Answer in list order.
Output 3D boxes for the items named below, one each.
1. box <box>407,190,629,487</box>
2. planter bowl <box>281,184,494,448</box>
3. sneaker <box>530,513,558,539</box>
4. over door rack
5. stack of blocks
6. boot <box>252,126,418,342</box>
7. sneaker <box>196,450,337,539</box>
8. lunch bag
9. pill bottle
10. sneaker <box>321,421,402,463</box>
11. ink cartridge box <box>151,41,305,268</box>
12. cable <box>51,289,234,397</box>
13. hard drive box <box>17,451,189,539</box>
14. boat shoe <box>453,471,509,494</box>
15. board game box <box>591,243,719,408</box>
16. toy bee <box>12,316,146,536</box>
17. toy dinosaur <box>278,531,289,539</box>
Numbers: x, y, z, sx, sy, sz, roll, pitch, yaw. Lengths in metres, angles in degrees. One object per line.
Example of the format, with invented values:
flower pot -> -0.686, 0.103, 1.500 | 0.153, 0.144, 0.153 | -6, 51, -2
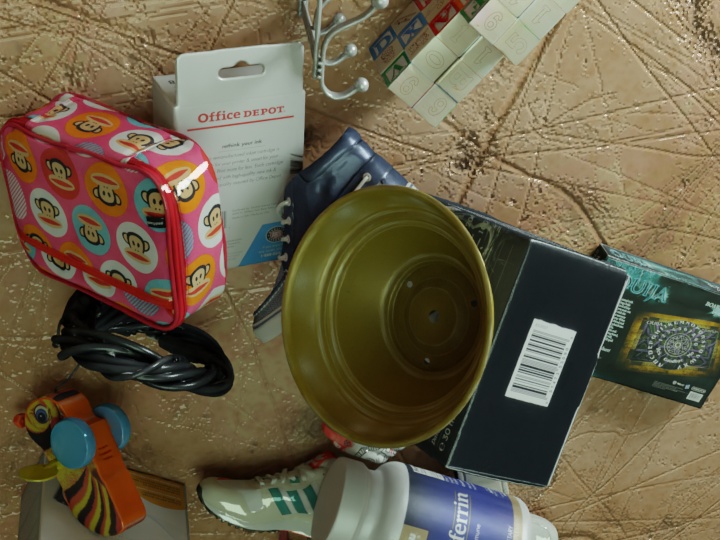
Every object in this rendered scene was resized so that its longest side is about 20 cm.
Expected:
box -> 0.099, 0.054, 1.080 | 0.123, 0.196, 0.201 | 17, 96, -33
planter bowl -> 0.039, 0.036, 0.969 | 0.083, 0.200, 0.201 | 2, 127, -52
sneaker -> 0.124, 0.314, 1.335 | 0.199, 0.100, 0.075 | -8, 94, -8
over door rack -> -0.023, -0.252, 0.939 | 0.066, 0.148, 0.201 | -10, 123, -3
stack of blocks -> 0.104, -0.216, 1.008 | 0.058, 0.115, 0.200 | 37, 108, -28
boot -> -0.043, -0.030, 1.052 | 0.090, 0.073, 0.200 | 46, 111, -4
sneaker -> -0.068, 0.224, 1.273 | 0.199, 0.070, 0.094 | 17, 98, -19
lunch bag -> -0.201, -0.039, 1.013 | 0.082, 0.199, 0.177 | -38, 138, -42
pill bottle -> 0.059, 0.256, 1.219 | 0.199, 0.116, 0.116 | 18, 116, -13
sneaker -> -0.011, 0.115, 1.210 | 0.108, 0.067, 0.201 | -43, 122, 11
ink cartridge box -> -0.112, -0.105, 1.044 | 0.115, 0.067, 0.201 | -10, 123, -23
cable -> -0.185, 0.073, 1.071 | 0.162, 0.200, 0.051 | 26, 95, -14
hard drive box -> -0.246, 0.278, 1.180 | 0.155, 0.200, 0.077 | 20, 115, -23
boat shoe -> 0.127, 0.184, 1.284 | 0.074, 0.062, 0.201 | -13, 125, -6
board game box -> 0.300, 0.060, 1.265 | 0.199, 0.028, 0.136 | 17, 115, -20
toy bee -> -0.272, 0.154, 1.166 | 0.108, 0.201, 0.131 | -16, 161, 32
toy dinosaur -> 0.018, 0.360, 1.286 | 0.181, 0.105, 0.200 | -14, 125, 42
